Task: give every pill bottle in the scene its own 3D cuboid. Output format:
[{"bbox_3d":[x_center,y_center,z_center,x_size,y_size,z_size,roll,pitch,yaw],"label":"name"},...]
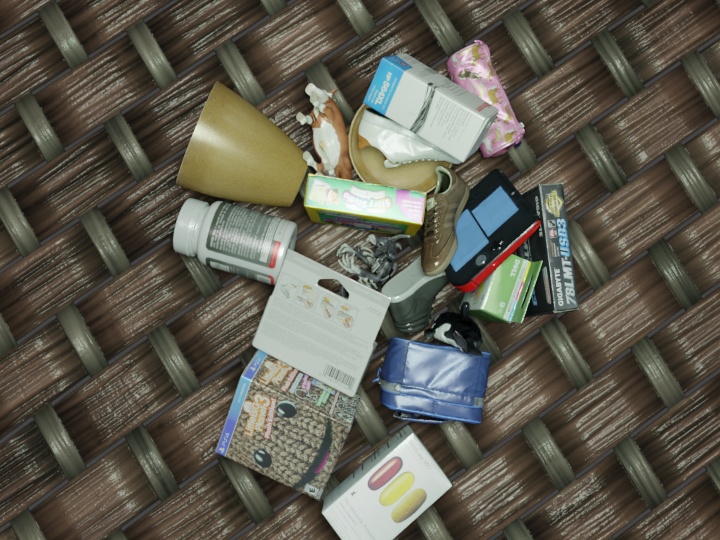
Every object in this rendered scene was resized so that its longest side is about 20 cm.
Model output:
[{"bbox_3d":[-0.217,-0.054,1.245,0.194,0.114,0.117,16,85,1],"label":"pill bottle"}]

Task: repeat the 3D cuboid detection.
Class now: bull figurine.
[{"bbox_3d":[-0.062,-0.243,1.259,0.064,0.121,0.206,-18,85,24],"label":"bull figurine"}]

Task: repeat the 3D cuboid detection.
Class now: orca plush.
[{"bbox_3d":[0.159,0.086,1.189,0.102,0.200,0.073,9,93,7],"label":"orca plush"}]

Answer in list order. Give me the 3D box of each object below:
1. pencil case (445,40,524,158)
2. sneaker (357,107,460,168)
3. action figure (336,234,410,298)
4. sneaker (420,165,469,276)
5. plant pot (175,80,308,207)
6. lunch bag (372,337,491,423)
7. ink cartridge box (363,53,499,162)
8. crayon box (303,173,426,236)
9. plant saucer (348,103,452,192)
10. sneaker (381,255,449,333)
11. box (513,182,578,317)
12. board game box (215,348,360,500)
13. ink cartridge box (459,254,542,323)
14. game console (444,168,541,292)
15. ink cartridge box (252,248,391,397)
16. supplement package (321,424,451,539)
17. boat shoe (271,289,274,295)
[{"bbox_3d":[0.224,-0.307,1.285,0.085,0.083,0.205,-23,85,-10],"label":"pencil case"},{"bbox_3d":[0.087,-0.213,1.257,0.195,0.073,0.087,20,111,-2],"label":"sneaker"},{"bbox_3d":[0.000,0.000,1.243,0.101,0.119,0.202,36,92,-6],"label":"action figure"},{"bbox_3d":[0.129,-0.088,1.224,0.075,0.069,0.204,39,54,-30],"label":"sneaker"},{"bbox_3d":[-0.194,-0.196,1.239,0.196,0.186,0.191,23,85,-14],"label":"plant pot"},{"bbox_3d":[0.117,0.192,1.216,0.194,0.136,0.137,8,85,0],"label":"lunch bag"},{"bbox_3d":[0.122,-0.276,1.197,0.197,0.146,0.086,33,115,8],"label":"ink cartridge box"},{"bbox_3d":[0.007,-0.109,1.221,0.194,0.173,0.060,9,85,0],"label":"crayon box"},{"bbox_3d":[0.075,-0.229,1.300,0.193,0.035,0.207,0,85,-1],"label":"plant saucer"},{"bbox_3d":[0.121,0.035,1.270,0.198,0.070,0.101,-31,129,-27],"label":"sneaker"},{"bbox_3d":[0.297,-0.027,1.203,0.048,0.198,0.207,-6,86,-6],"label":"box"},{"bbox_3d":[-0.120,0.258,1.200,0.195,0.097,0.163,23,112,2],"label":"board game box"},{"bbox_3d":[0.231,0.028,1.197,0.058,0.200,0.106,22,85,-4],"label":"ink cartridge box"},{"bbox_3d":[0.201,-0.071,1.204,0.031,0.202,0.177,34,109,-29],"label":"game console"},{"bbox_3d":[-0.062,0.085,1.192,0.196,0.045,0.180,25,99,10],"label":"ink cartridge box"},{"bbox_3d":[0.043,0.376,1.214,0.199,0.110,0.114,-40,87,-3],"label":"supplement package"},{"bbox_3d":[-0.097,0.116,1.258,0.071,0.062,0.204,-29,86,-3],"label":"boat shoe"}]
